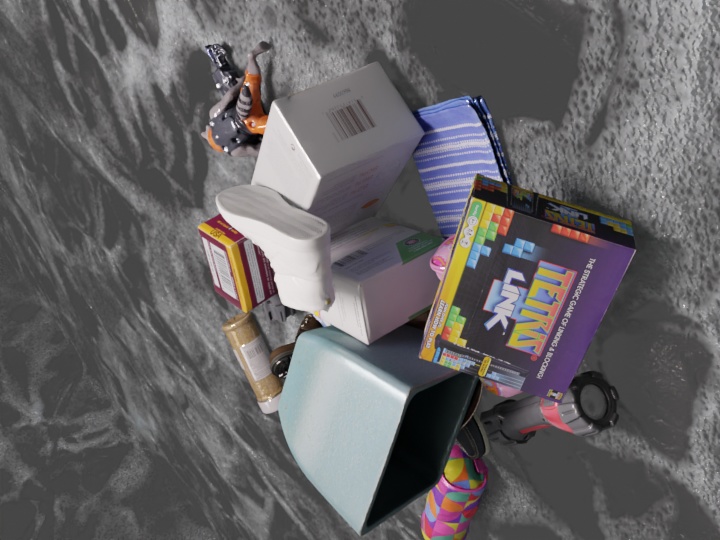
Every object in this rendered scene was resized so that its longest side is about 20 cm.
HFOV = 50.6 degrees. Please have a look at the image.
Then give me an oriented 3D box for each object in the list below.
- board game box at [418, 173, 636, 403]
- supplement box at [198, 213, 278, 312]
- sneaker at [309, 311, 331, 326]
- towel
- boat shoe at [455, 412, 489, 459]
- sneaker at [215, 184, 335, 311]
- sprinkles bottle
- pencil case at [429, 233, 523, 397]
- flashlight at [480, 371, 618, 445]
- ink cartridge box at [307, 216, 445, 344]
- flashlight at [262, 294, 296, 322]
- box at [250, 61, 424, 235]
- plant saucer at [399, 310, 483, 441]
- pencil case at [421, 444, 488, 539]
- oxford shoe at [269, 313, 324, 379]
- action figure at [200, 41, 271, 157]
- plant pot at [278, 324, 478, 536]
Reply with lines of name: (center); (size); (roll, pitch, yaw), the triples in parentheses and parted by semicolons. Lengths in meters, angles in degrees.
board game box: (0.162, 0.024, 0.775); (0.161, 0.057, 0.204); (17, 124, 5)
supplement box: (-0.119, -0.048, 1.086); (0.085, 0.198, 0.113); (27, 138, 40)
sneaker: (-0.030, 0.050, 1.170); (0.201, 0.073, 0.083); (51, 127, 27)
towel: (0.119, -0.095, 0.877); (0.143, 0.024, 0.204); (2, 118, 55)
boat shoe: (0.111, 0.192, 1.100); (0.203, 0.061, 0.075); (57, 147, 1)
sneaker: (-0.101, -0.022, 0.889); (0.199, 0.073, 0.118); (32, 138, 45)
sprinkles bottle: (-0.210, 0.187, 1.548); (0.068, 0.068, 0.204); (-5, 112, 55)
pencil case: (0.149, 0.047, 0.879); (0.086, 0.087, 0.203); (10, 133, 50)
flashlight: (0.224, 0.174, 0.914); (0.069, 0.067, 0.200); (65, 154, 11)
ink cartridge box: (0.000, 0.000, 0.994); (0.198, 0.143, 0.090); (23, 131, 48)
flashlight: (-0.145, -0.009, 1.295); (0.066, 0.069, 0.204); (1, 129, 14)
box: (-0.036, -0.129, 0.924); (0.108, 0.150, 0.201); (57, 153, 12)
plant saucer: (0.083, 0.129, 1.045); (0.196, 0.034, 0.207); (6, 101, 31)
pencil case: (0.145, 0.352, 1.177); (0.088, 0.088, 0.203); (39, 146, 27)
oxford shoe: (-0.080, 0.114, 1.183); (0.085, 0.198, 0.073); (49, 120, 20)
action figure: (-0.183, -0.246, 1.105); (0.202, 0.104, 0.192); (56, 139, -1)
plant pot: (0.008, 0.169, 0.974); (0.198, 0.194, 0.200); (29, 111, 30)
